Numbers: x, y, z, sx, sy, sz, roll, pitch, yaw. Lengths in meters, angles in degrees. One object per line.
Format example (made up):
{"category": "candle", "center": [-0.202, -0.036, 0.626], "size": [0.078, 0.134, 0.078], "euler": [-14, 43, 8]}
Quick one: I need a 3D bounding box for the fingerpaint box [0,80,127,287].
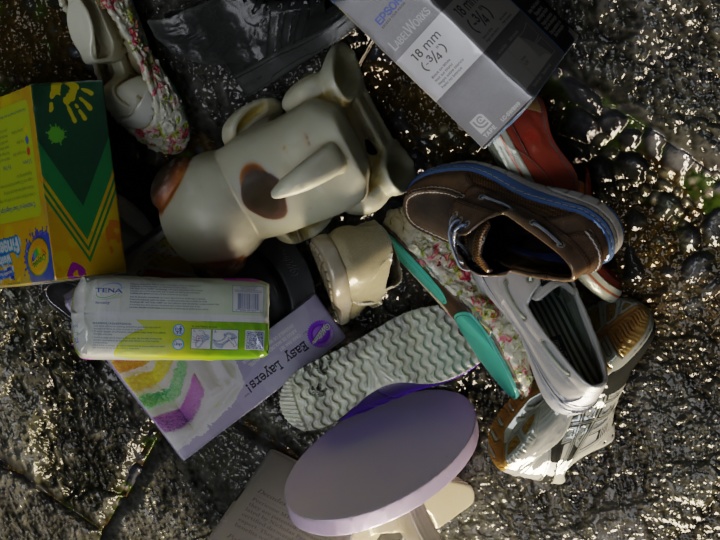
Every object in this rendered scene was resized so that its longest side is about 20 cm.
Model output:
{"category": "fingerpaint box", "center": [-0.288, -0.071, 1.374], "size": [0.200, 0.073, 0.168], "euler": [-6, 91, 56]}

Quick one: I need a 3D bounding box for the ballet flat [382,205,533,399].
{"category": "ballet flat", "center": [0.097, 0.017, 1.331], "size": [0.200, 0.064, 0.076], "euler": [51, 169, -3]}

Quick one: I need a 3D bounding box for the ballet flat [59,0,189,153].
{"category": "ballet flat", "center": [-0.218, -0.184, 1.360], "size": [0.075, 0.064, 0.201], "euler": [-13, 111, 33]}

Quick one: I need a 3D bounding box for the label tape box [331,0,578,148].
{"category": "label tape box", "center": [0.062, -0.206, 1.187], "size": [0.200, 0.144, 0.063], "euler": [43, 124, -3]}

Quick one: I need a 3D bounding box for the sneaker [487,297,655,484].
{"category": "sneaker", "center": [0.199, 0.107, 1.353], "size": [0.087, 0.076, 0.200], "euler": [26, 119, -27]}

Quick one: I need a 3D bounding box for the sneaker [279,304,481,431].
{"category": "sneaker", "center": [0.022, 0.086, 1.406], "size": [0.199, 0.100, 0.070], "euler": [-20, 84, 1]}

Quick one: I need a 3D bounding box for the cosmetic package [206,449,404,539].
{"category": "cosmetic package", "center": [-0.077, 0.319, 1.494], "size": [0.164, 0.200, 0.165], "euler": [27, 124, 6]}

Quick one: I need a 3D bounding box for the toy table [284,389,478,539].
{"category": "toy table", "center": [0.029, 0.210, 1.405], "size": [0.184, 0.199, 0.118], "euler": [42, 150, 52]}

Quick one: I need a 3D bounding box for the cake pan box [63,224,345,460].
{"category": "cake pan box", "center": [-0.138, 0.041, 1.405], "size": [0.199, 0.052, 0.185], "euler": [-35, 103, -7]}

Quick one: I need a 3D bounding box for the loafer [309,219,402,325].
{"category": "loafer", "center": [0.000, 0.000, 1.318], "size": [0.068, 0.200, 0.076], "euler": [-19, 87, 0]}

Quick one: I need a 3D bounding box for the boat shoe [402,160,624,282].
{"category": "boat shoe", "center": [0.105, -0.036, 1.221], "size": [0.199, 0.072, 0.073], "euler": [11, 129, 39]}

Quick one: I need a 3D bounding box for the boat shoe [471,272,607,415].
{"category": "boat shoe", "center": [0.153, 0.019, 1.278], "size": [0.201, 0.073, 0.067], "euler": [61, 154, 13]}

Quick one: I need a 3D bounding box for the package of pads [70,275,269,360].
{"category": "package of pads", "center": [-0.162, 0.040, 1.272], "size": [0.153, 0.200, 0.069], "euler": [1, 86, -11]}

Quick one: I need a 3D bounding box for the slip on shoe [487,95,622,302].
{"category": "slip on shoe", "center": [0.168, -0.057, 1.272], "size": [0.061, 0.074, 0.201], "euler": [-33, 108, 1]}

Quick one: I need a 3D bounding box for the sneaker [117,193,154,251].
{"category": "sneaker", "center": [-0.193, 0.007, 1.452], "size": [0.199, 0.079, 0.074], "euler": [33, 123, 2]}

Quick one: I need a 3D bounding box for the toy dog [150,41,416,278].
{"category": "toy dog", "center": [-0.074, -0.068, 1.298], "size": [0.199, 0.194, 0.140], "euler": [-25, 114, 23]}

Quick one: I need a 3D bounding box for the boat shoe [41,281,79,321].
{"category": "boat shoe", "center": [-0.232, 0.055, 1.500], "size": [0.199, 0.066, 0.070], "euler": [27, 124, 8]}

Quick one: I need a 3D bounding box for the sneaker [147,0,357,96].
{"category": "sneaker", "center": [-0.077, -0.218, 1.292], "size": [0.199, 0.060, 0.104], "euler": [-28, 104, 33]}
